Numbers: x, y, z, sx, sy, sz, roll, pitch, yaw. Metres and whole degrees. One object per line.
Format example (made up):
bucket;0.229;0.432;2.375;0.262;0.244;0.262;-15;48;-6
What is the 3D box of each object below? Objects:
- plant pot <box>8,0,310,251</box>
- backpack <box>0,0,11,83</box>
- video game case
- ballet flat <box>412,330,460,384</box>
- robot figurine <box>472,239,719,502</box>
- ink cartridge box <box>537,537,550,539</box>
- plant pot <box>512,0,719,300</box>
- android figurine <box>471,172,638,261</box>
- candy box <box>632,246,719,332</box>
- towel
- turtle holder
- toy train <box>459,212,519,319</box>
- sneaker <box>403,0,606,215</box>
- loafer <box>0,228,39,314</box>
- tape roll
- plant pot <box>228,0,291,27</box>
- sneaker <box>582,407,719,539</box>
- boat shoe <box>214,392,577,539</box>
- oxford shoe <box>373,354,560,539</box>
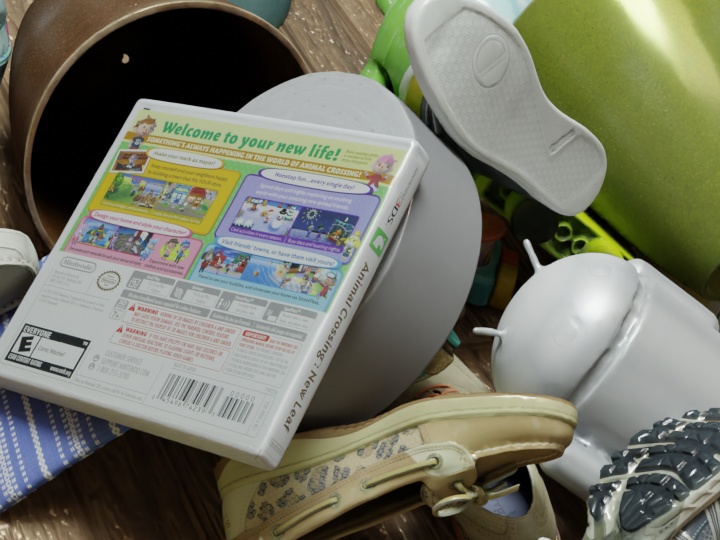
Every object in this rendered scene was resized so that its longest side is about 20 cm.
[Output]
plant pot;-0.147;-0.113;1.108;0.185;0.189;0.200;-2;28;-26
backpack;-0.317;-0.133;1.083;0.198;0.128;0.168;5;35;-23
video game case;-0.082;-0.001;0.910;0.198;0.022;0.183;11;65;37
ballet flat;0.000;0.000;1.034;0.070;0.071;0.201;3;35;-20
robot figurine;0.158;0.068;1.021;0.199;0.113;0.170;38;47;-7
ink cartridge box;0.071;0.240;0.764;0.084;0.146;0.200;23;37;9
plant pot;0.211;-0.088;1.150;0.186;0.188;0.201;-11;58;-34
android figurine;0.124;-0.040;1.174;0.181;0.041;0.200;37;11;-15
candy box;0.281;0.033;1.192;0.114;0.056;0.201;-4;42;-24
towel;-0.132;0.030;0.947;0.199;0.024;0.145;-32;47;6
turtle holder;0.075;-0.156;1.271;0.131;0.142;0.185;38;39;22
toy train;0.018;-0.017;1.141;0.199;0.056;0.150;-19;51;-39
sneaker;0.058;-0.101;1.018;0.099;0.071;0.200;25;-10;42
loafer;-0.261;0.034;0.928;0.198;0.070;0.070;-22;52;-17
tape roll;-0.032;-0.008;0.972;0.066;0.200;0.201;38;20;-41
plant pot;-0.134;-0.285;1.347;0.198;0.136;0.201;12;37;-9
sneaker;0.156;0.156;0.928;0.200;0.087;0.077;-44;25;-20
boat shoe;0.021;0.110;0.912;0.198;0.073;0.063;-16;67;19
oxford shoe;0.057;0.088;0.998;0.070;0.074;0.200;-25;50;-14
